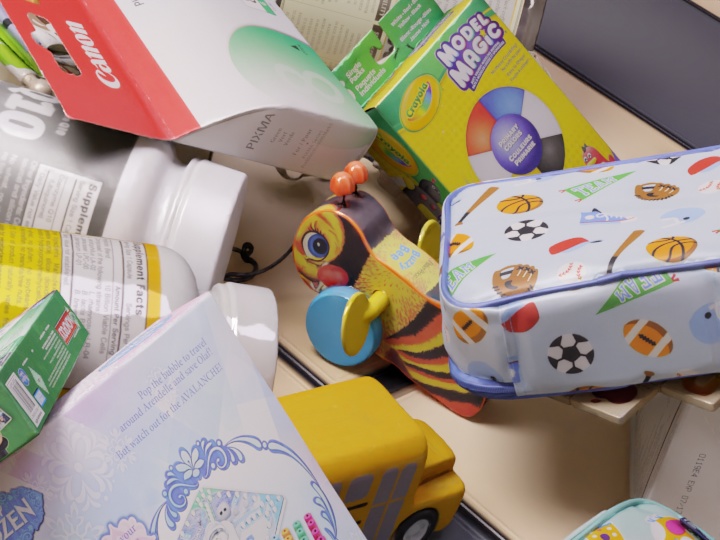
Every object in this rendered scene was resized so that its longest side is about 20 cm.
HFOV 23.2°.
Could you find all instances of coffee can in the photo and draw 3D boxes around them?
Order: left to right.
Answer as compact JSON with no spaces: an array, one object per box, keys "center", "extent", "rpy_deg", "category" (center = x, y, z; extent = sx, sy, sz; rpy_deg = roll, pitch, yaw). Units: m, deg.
[{"center":[0.031,-0.211,1.314],"extent":[0.198,0.147,0.147],"rpy_deg":[14,32,-5],"category":"coffee can"}]

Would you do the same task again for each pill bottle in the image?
[{"center":[-0.170,-0.038,0.985],"extent":[0.198,0.115,0.114],"rpy_deg":[17,32,0],"category":"pill bottle"},{"center":[-0.146,0.037,0.885],"extent":[0.198,0.114,0.113],"rpy_deg":[7,33,-15],"category":"pill bottle"}]

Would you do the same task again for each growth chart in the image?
[{"center":[-0.168,-0.156,1.121],"extent":[0.199,0.018,0.144],"rpy_deg":[-15,45,-46],"category":"growth chart"}]

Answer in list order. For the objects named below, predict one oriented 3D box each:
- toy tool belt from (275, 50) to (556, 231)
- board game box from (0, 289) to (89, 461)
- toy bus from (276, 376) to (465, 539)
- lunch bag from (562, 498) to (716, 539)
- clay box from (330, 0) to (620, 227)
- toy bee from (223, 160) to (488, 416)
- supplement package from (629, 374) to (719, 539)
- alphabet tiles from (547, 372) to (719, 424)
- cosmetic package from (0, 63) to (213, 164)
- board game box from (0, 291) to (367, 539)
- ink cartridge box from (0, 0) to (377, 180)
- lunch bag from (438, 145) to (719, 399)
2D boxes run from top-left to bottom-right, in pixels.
[{"center":[0.052,-0.089,1.166],"extent":[0.198,0.126,0.123],"rpy_deg":[-8,32,-34],"category":"toy tool belt"},{"center":[-0.181,0.071,0.720],"extent":[0.029,0.134,0.200],"rpy_deg":[53,3,-9],"category":"board game box"},{"center":[-0.035,0.106,0.866],"extent":[0.199,0.079,0.065],"rpy_deg":[-11,42,-37],"category":"toy bus"},{"center":[0.134,0.199,0.803],"extent":[0.160,0.078,0.199],"rpy_deg":[39,38,23],"category":"lunch bag"},{"center":[0.078,-0.080,1.102],"extent":[0.200,0.047,0.115],"rpy_deg":[47,63,-13],"category":"clay box"},{"center":[0.000,0.000,1.018],"extent":[0.198,0.109,0.131],"rpy_deg":[15,34,-4],"category":"toy bee"},{"center":[0.221,0.070,1.011],"extent":[0.108,0.115,0.201],"rpy_deg":[15,33,-1],"category":"supplement package"},{"center":[0.164,0.018,0.971],"extent":[0.166,0.006,0.199],"rpy_deg":[20,42,41],"category":"alphabet tiles"},{"center":[-0.181,-0.122,1.147],"extent":[0.103,0.074,0.200],"rpy_deg":[-4,38,-31],"category":"cosmetic package"},{"center":[-0.074,0.141,0.718],"extent":[0.200,0.043,0.200],"rpy_deg":[59,39,-8],"category":"board game box"},{"center":[-0.105,-0.130,1.019],"extent":[0.199,0.050,0.161],"rpy_deg":[14,30,-43],"category":"ink cartridge box"},{"center":[0.141,-0.005,0.940],"extent":[0.198,0.076,0.161],"rpy_deg":[-7,28,9],"category":"lunch bag"}]
